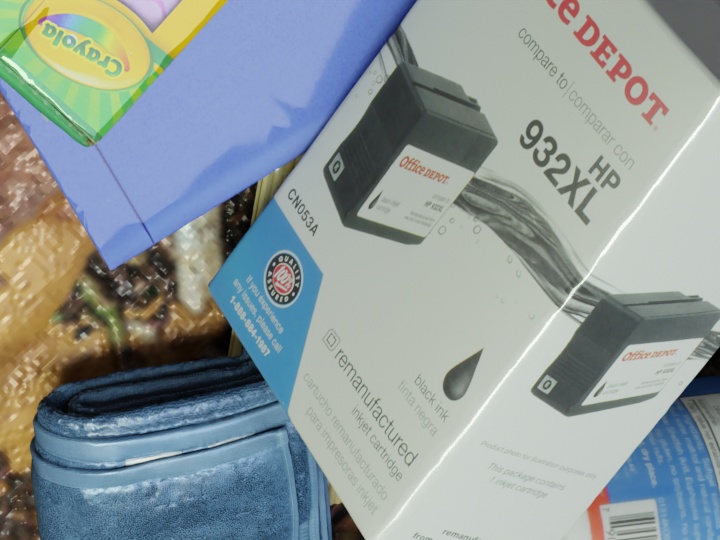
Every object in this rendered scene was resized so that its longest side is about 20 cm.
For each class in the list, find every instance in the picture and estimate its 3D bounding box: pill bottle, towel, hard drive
[{"bbox_3d":[0.153,0.097,1.156,0.199,0.112,0.113,-5,117,-20],"label":"pill bottle"},{"bbox_3d":[-0.063,0.125,1.109,0.111,0.049,0.201,-12,125,-12],"label":"towel"},{"bbox_3d":[-0.036,-0.106,1.019,0.200,0.025,0.132,-32,115,-4],"label":"hard drive"}]

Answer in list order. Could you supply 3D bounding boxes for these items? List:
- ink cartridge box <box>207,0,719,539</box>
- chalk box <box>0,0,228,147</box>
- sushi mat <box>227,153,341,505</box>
[{"bbox_3d":[0.056,-0.016,0.999,0.084,0.145,0.200,19,117,-42],"label":"ink cartridge box"},{"bbox_3d":[-0.098,-0.126,0.915,0.124,0.125,0.200,42,93,-17],"label":"chalk box"},{"bbox_3d":[0.000,0.000,1.103,0.095,0.012,0.201,1,115,-22],"label":"sushi mat"}]
